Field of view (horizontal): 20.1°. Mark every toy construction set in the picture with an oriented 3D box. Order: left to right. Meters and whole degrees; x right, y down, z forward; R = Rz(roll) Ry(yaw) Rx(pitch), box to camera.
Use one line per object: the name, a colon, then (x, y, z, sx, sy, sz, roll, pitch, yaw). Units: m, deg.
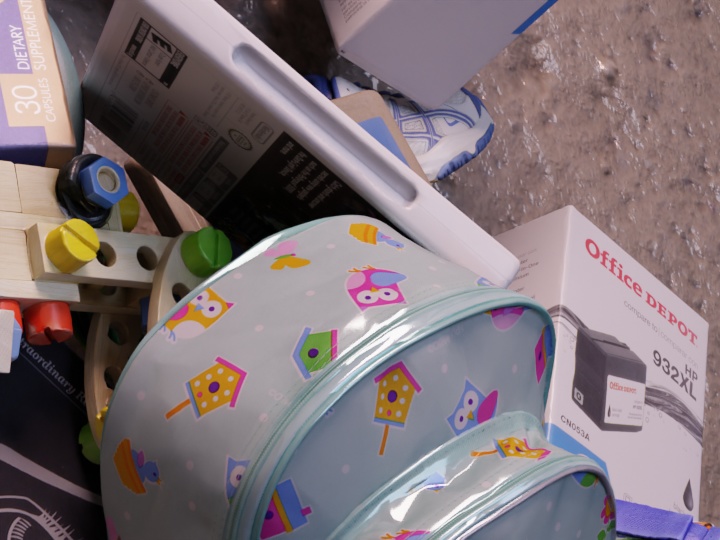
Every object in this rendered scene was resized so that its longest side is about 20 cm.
toy construction set: (-0.117, 0.018, 0.760, 0.200, 0.092, 0.132, 16, 58, -57)

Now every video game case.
video game case: (-0.035, -0.039, 0.842, 0.182, 0.200, 0.023, 41, 74, -5)

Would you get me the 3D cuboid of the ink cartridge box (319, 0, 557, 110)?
ink cartridge box: (0.040, -0.215, 1.144, 0.084, 0.146, 0.200, 28, 32, -38)

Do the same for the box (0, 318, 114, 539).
box: (-0.160, 0.130, 0.798, 0.148, 0.104, 0.200, 47, 41, -23)

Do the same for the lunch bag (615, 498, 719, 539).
lunch bag: (0.092, 0.192, 0.961, 0.124, 0.169, 0.201, -36, 130, -55)

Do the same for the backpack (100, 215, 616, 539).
backpack: (-0.001, 0.089, 0.732, 0.175, 0.153, 0.201, -28, 128, -33)

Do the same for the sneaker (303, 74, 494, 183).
sneaker: (0.005, -0.079, 1.135, 0.088, 0.075, 0.200, 60, 37, -7)

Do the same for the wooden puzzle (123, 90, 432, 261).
wooden puzzle: (0.000, 0.000, 0.998, 0.200, 0.046, 0.186, -19, 76, -49)

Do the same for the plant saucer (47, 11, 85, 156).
plant saucer: (-0.209, -0.078, 0.834, 0.199, 0.027, 0.201, 10, 58, -15)

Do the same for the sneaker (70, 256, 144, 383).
sneaker: (-0.050, 0.060, 0.873, 0.200, 0.084, 0.074, 39, 78, 3)

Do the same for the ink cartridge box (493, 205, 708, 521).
ink cartridge box: (0.128, 0.087, 1.187, 0.145, 0.084, 0.201, 37, 46, -32)

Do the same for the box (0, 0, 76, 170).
box: (-0.220, -0.086, 0.798, 0.199, 0.032, 0.122, -5, 61, -21)

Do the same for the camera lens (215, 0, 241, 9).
camera lens: (-0.095, -0.250, 1.033, 0.200, 0.160, 0.160, 50, 40, -20)
